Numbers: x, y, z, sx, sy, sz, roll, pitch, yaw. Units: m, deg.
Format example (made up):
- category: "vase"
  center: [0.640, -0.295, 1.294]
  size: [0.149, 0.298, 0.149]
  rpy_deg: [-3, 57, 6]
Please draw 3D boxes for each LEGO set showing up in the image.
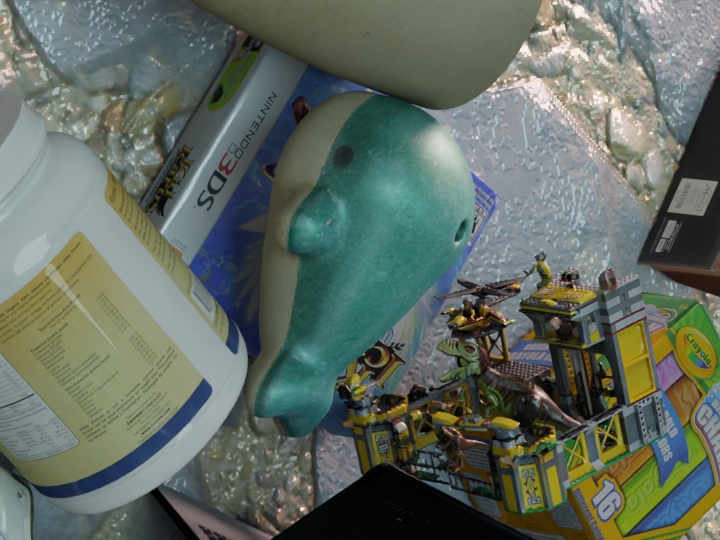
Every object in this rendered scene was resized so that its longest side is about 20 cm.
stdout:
- category: "LEGO set"
  center: [0.078, 0.053, 1.390]
  size: [0.153, 0.200, 0.116]
  rpy_deg: [-21, 107, -27]

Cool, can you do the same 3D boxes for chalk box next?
- category: "chalk box"
  center: [0.170, 0.092, 1.548]
  size: [0.200, 0.125, 0.124]
  rpy_deg: [-40, 114, -27]

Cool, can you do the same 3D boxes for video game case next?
- category: "video game case"
  center: [-0.028, -0.026, 1.452]
  size: [0.200, 0.045, 0.182]
  rpy_deg: [39, 72, -30]

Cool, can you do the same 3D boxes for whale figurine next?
- category: "whale figurine"
  center: [0.000, 0.000, 1.362]
  size: [0.159, 0.103, 0.201]
  rpy_deg: [46, 61, -66]

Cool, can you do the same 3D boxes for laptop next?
- category: "laptop"
  center: [0.010, 0.153, 1.380]
  size: [0.187, 0.200, 0.116]
  rpy_deg: [30, 95, -32]

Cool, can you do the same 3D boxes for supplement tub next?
- category: "supplement tub"
  center: [-0.170, 0.017, 1.298]
  size: [0.144, 0.144, 0.200]
  rpy_deg: [-49, 117, -22]

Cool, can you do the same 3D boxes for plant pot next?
- category: "plant pot"
  center: [-0.026, -0.196, 1.332]
  size: [0.199, 0.187, 0.188]
  rpy_deg: [7, 89, -33]

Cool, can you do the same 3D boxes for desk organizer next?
- category: "desk organizer"
  center: [0.275, -0.074, 1.642]
  size: [0.077, 0.072, 0.201]
  rpy_deg: [33, 75, -34]

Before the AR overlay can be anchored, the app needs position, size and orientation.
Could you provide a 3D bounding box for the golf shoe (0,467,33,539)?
- category: "golf shoe"
  center: [-0.229, 0.123, 1.320]
  size: [0.097, 0.078, 0.201]
  rpy_deg: [-38, 120, -45]
